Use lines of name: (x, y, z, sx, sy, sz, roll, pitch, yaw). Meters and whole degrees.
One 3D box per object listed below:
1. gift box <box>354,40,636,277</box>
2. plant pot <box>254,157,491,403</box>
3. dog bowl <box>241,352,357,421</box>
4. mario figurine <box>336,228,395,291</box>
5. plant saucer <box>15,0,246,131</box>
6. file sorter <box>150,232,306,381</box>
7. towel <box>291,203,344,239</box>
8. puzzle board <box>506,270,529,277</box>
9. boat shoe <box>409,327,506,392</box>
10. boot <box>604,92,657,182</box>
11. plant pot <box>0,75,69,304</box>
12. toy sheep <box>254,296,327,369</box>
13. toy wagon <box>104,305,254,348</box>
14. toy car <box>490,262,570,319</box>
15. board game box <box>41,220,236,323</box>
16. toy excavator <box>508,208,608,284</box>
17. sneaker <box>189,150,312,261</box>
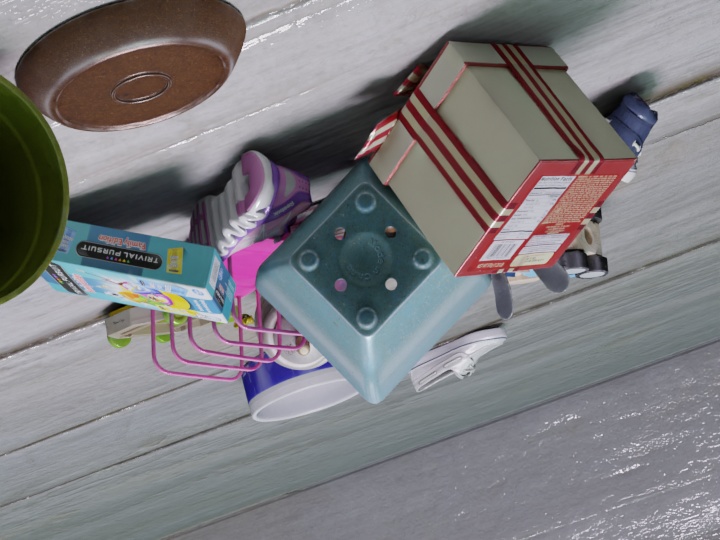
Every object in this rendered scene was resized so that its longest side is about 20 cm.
gift box: (0.121, -0.109, 1.512, 0.183, 0.188, 0.200, 0, 138, -48)
plant pot: (0.011, 0.000, 1.600, 0.196, 0.196, 0.200, -46, 174, -4)
dog bowl: (-0.089, 0.172, 2.456, 0.198, 0.080, 0.200, -16, 164, -5)
mario figurine: (0.000, 0.000, 1.834, 0.122, 0.107, 0.200, -15, 161, -26)
plant saucer: (-0.187, -0.165, 1.282, 0.198, 0.035, 0.200, -17, 165, -5)
file sorter: (-0.146, 0.043, 1.797, 0.138, 0.127, 0.199, 8, 157, -35)
towel: (-0.064, -0.033, 1.875, 0.145, 0.030, 0.200, -20, 164, 4)
puzzle board: (0.101, -0.005, 1.990, 0.198, 0.018, 0.151, 1, -176, -17)
boat shoe: (0.178, 0.162, 2.739, 0.199, 0.066, 0.073, -25, 163, 24)
boot: (0.315, -0.158, 1.798, 0.091, 0.073, 0.200, -52, 175, 13)
plant pot: (-0.366, -0.049, 1.234, 0.199, 0.203, 0.192, -6, 173, -36)
toy sheep: (-0.075, 0.066, 1.999, 0.136, 0.139, 0.200, -18, -167, 3)
toy wagon: (-0.227, 0.061, 1.965, 0.198, 0.040, 0.154, -5, 170, -40)
toy car: (0.175, -0.054, 1.746, 0.157, 0.202, 0.164, -2, 158, -44)
board game box: (-0.239, 0.000, 1.596, 0.198, 0.047, 0.151, 10, 166, 7)
toy excavator: (0.256, -0.027, 2.167, 0.198, 0.101, 0.194, -12, 168, 32)
sneaker: (-0.117, -0.054, 1.627, 0.088, 0.081, 0.200, 5, 154, -32)
